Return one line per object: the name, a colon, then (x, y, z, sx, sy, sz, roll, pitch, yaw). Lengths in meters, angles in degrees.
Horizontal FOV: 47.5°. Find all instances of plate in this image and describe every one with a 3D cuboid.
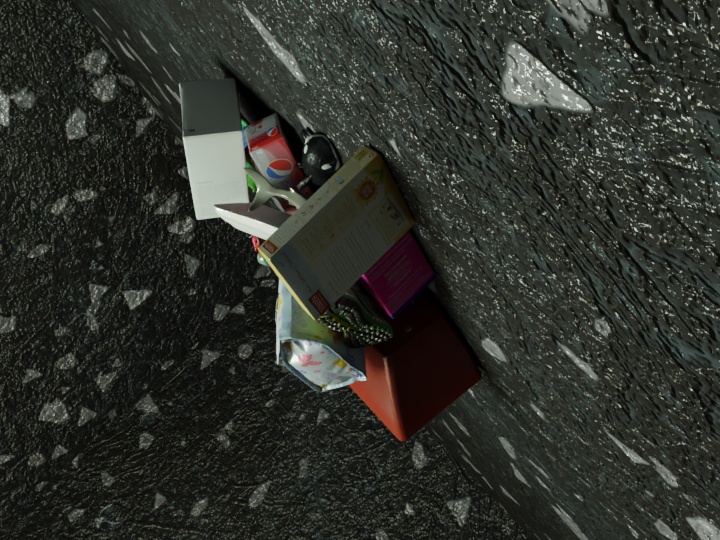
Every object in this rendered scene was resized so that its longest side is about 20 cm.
plate: (-0.136, -0.072, 1.421, 0.196, 0.033, 0.199, 21, -169, 12)

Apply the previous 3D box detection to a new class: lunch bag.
lunch bag: (-0.078, 0.079, 1.344, 0.200, 0.124, 0.173, 47, -146, -51)

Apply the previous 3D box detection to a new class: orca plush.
orca plush: (-0.085, -0.165, 1.317, 0.106, 0.071, 0.200, 51, 172, -16)

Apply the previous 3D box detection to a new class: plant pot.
plant pot: (0.076, 0.140, 1.480, 0.199, 0.198, 0.178, 40, 158, 43)

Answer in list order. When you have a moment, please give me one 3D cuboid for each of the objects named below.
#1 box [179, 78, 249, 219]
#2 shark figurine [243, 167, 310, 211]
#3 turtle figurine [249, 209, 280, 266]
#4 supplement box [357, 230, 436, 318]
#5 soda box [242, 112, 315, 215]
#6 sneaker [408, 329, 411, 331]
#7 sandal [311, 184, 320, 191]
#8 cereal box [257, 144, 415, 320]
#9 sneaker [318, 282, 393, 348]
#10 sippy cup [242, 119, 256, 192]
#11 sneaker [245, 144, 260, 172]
box: (-0.267, -0.223, 1.510, 0.202, 0.103, 0.155, 94, 167, -50)
shark figurine: (-0.088, -0.095, 1.286, 0.216, 0.126, 0.090, 52, 157, 27)
turtle figurine: (-0.127, -0.045, 1.562, 0.153, 0.196, 0.101, 69, -156, -7)
supplement box: (0.017, -0.042, 1.230, 0.101, 0.103, 0.201, 37, 165, 49)
soda box: (-0.140, -0.185, 1.468, 0.201, 0.069, 0.064, 62, -172, -56)
sneaker: (0.117, 0.155, 1.706, 0.088, 0.076, 0.199, 45, 174, -25)
sandal: (-0.025, -0.085, 1.462, 0.200, 0.043, 0.076, 44, 171, 31)
cereal box: (-0.027, -0.047, 1.091, 0.039, 0.200, 0.145, 39, 168, 42)
sneaker: (-0.005, 0.059, 1.273, 0.200, 0.076, 0.087, 48, -151, -54)
sippy cup: (-0.279, -0.258, 1.771, 0.130, 0.136, 0.183, 13, -107, -86)
sneaker: (-0.190, -0.224, 1.577, 0.115, 0.081, 0.200, 42, 172, 24)
